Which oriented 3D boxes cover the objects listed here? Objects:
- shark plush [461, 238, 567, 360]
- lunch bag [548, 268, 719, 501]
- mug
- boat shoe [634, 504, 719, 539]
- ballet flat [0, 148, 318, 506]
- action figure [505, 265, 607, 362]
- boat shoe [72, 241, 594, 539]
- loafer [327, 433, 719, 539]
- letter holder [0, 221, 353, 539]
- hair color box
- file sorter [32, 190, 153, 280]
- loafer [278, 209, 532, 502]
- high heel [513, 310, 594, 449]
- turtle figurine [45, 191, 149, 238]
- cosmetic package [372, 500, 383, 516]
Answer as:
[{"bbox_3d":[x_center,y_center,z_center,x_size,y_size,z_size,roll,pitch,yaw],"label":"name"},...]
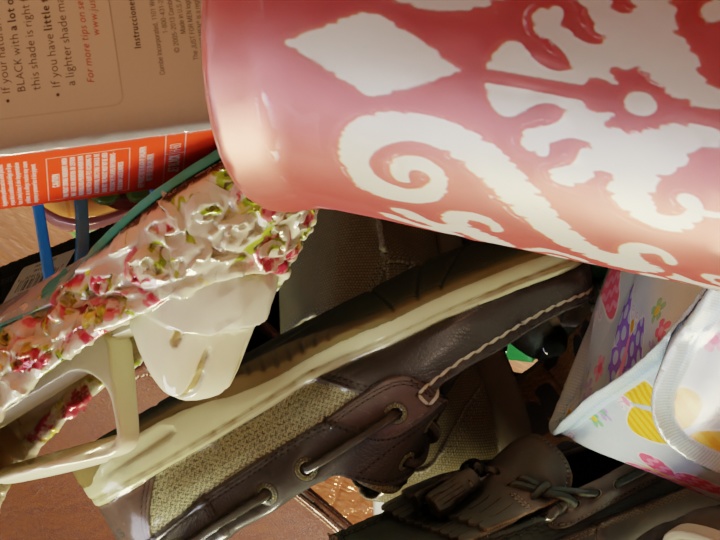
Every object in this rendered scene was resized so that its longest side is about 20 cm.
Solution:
[{"bbox_3d":[0.033,-0.038,1.053,0.200,0.091,0.083,18,152,54],"label":"shark plush"},{"bbox_3d":[0.170,0.026,0.851,0.169,0.128,0.200,23,162,-7],"label":"lunch bag"},{"bbox_3d":[0.079,-0.057,0.525,0.199,0.134,0.177,16,172,20],"label":"mug"},{"bbox_3d":[0.130,0.097,0.845,0.067,0.057,0.200,58,168,1],"label":"boat shoe"},{"bbox_3d":[-0.077,0.024,0.865,0.200,0.064,0.076,-32,164,29],"label":"ballet flat"},{"bbox_3d":[0.055,0.021,1.149,0.199,0.055,0.118,1,150,8],"label":"action figure"},{"bbox_3d":[-0.003,0.048,0.937,0.066,0.200,0.072,63,-173,-6],"label":"boat shoe"},{"bbox_3d":[0.070,0.079,0.953,0.199,0.063,0.072,-8,-163,-33],"label":"loafer"},{"bbox_3d":[-0.083,0.063,1.112,0.200,0.101,0.142,-18,127,45],"label":"letter holder"},{"bbox_3d":[-0.146,-0.070,0.829,0.199,0.102,0.061,-7,166,-8],"label":"hair color box"},{"bbox_3d":[-0.153,-0.029,0.934,0.199,0.123,0.139,-5,147,-13],"label":"file sorter"},{"bbox_3d":[0.000,0.000,1.004,0.067,0.201,0.076,-21,171,-35],"label":"loafer"},{"bbox_3d":[0.079,0.020,1.070,0.199,0.143,0.071,17,-158,33],"label":"high heel"},{"bbox_3d":[-0.143,-0.009,1.206,0.144,0.200,0.194,47,167,11],"label":"turtle figurine"},{"bbox_3d":[0.100,0.139,1.032,0.199,0.051,0.083,24,136,23],"label":"cosmetic package"}]
